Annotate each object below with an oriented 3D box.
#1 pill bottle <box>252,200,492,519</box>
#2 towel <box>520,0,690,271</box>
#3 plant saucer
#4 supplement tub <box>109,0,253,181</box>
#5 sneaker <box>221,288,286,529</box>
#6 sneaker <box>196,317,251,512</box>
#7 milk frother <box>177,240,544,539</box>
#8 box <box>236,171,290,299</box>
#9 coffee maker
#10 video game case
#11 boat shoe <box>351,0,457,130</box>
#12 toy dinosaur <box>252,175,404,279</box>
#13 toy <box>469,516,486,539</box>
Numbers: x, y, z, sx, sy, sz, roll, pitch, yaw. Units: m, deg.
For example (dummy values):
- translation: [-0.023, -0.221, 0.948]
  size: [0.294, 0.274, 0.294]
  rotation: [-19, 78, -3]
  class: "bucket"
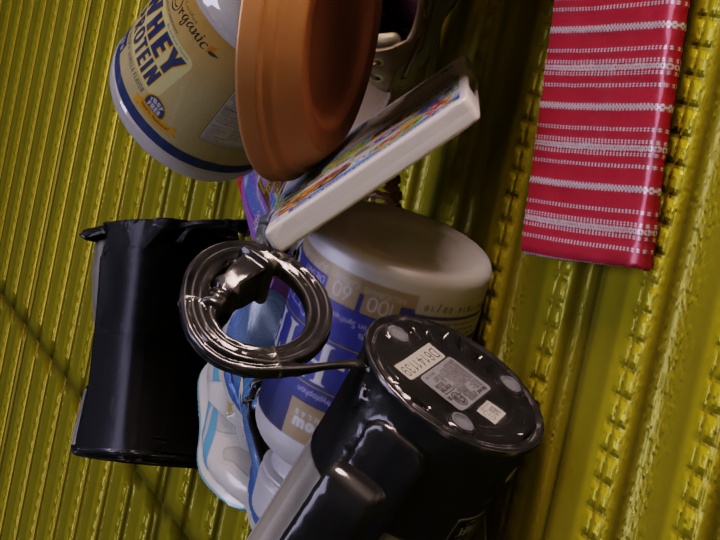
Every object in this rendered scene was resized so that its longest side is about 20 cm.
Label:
- translation: [0.000, 0.069, 1.350]
  size: [0.120, 0.119, 0.201]
  rotation: [-122, 45, -62]
  class: "pill bottle"
- translation: [0.140, -0.104, 1.186]
  size: [0.144, 0.022, 0.202]
  rotation: [-170, 88, -69]
  class: "towel"
- translation: [-0.026, -0.152, 1.318]
  size: [0.200, 0.037, 0.202]
  rotation: [9, -90, -74]
  class: "plant saucer"
- translation: [-0.083, -0.175, 1.577]
  size: [0.200, 0.144, 0.145]
  rotation: [-46, 37, 42]
  class: "supplement tub"
- translation: [-0.052, 0.094, 1.539]
  size: [0.089, 0.078, 0.201]
  rotation: [106, 156, -54]
  class: "sneaker"
- translation: [-0.081, 0.107, 1.630]
  size: [0.201, 0.076, 0.081]
  rotation: [-109, 36, -50]
  class: "sneaker"
- translation: [-0.033, 0.108, 1.241]
  size: [0.200, 0.180, 0.189]
  rotation: [46, 118, 27]
  class: "milk frother"
- translation: [-0.052, -0.088, 1.693]
  size: [0.201, 0.039, 0.137]
  rotation: [-108, 34, -52]
  class: "box"
- translation: [-0.169, 0.062, 1.795]
  size: [0.192, 0.134, 0.202]
  rotation: [154, 120, -75]
  class: "coffee maker"
- translation: [0.011, -0.075, 1.324]
  size: [0.143, 0.018, 0.200]
  rotation: [-33, 9, 9]
  class: "video game case"
- translation: [0.017, -0.167, 1.463]
  size: [0.074, 0.066, 0.201]
  rotation: [42, 127, 29]
  class: "boat shoe"
- translation: [0.000, 0.000, 1.471]
  size: [0.136, 0.102, 0.201]
  rotation: [37, 99, 51]
  class: "toy dinosaur"
- translation: [0.060, 0.235, 1.188]
  size: [0.116, 0.047, 0.200]
  rotation: [-59, 8, 19]
  class: "toy"
